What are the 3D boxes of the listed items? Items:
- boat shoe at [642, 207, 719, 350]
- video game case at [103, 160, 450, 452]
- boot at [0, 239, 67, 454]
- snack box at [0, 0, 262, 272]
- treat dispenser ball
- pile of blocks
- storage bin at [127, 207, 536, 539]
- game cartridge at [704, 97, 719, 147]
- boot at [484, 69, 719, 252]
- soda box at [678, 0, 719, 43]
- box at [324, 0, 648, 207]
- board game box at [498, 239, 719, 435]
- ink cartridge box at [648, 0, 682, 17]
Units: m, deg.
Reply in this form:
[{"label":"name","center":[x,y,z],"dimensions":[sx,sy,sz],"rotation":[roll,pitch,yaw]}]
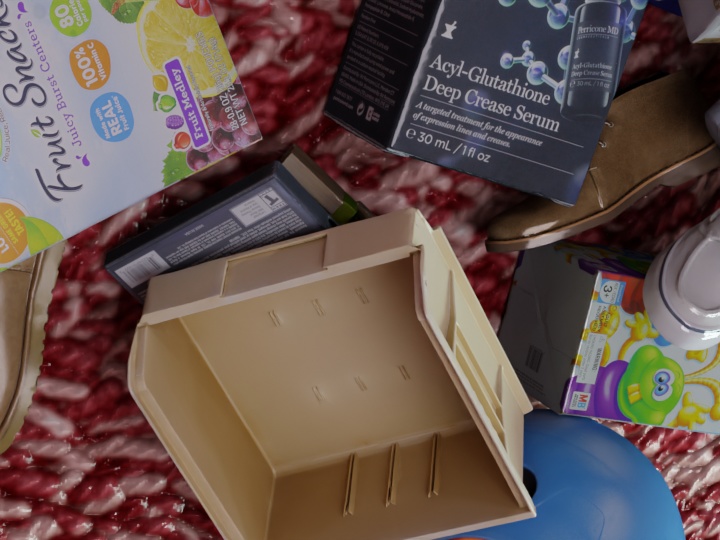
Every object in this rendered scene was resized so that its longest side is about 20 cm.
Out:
[{"label":"boat shoe","center":[0.256,-0.019,1.579],"dimensions":[0.074,0.065,0.200],"rotation":[43,45,3]},{"label":"video game case","center":[-0.048,0.028,1.517],"dimensions":[0.142,0.019,0.200],"rotation":[-26,125,27]},{"label":"boot","center":[-0.287,0.010,1.419],"dimensions":[0.199,0.066,0.177],"rotation":[12,89,-29]},{"label":"snack box","center":[-0.180,-0.113,1.396],"dimensions":[0.199,0.068,0.170],"rotation":[-29,106,-23]},{"label":"treat dispenser ball","center":[0.121,0.194,1.595],"dimensions":[0.199,0.201,0.203],"rotation":[-8,110,-23]},{"label":"pile of blocks","center":[0.000,0.000,1.541],"dimensions":[0.062,0.082,0.200],"rotation":[-46,119,7]},{"label":"storage bin","center":[-0.015,0.078,1.483],"dimensions":[0.198,0.094,0.199],"rotation":[-15,129,19]},{"label":"game cartridge","center":[0.303,-0.121,1.601],"dimensions":[0.134,0.040,0.200],"rotation":[-49,160,14]},{"label":"boot","center":[0.158,-0.073,1.607],"dimensions":[0.199,0.073,0.076],"rotation":[-29,107,-24]},{"label":"soda box","center":[0.228,-0.248,1.518],"dimensions":[0.068,0.064,0.202],"rotation":[-5,70,-23]},{"label":"box","center":[0.089,-0.163,1.515],"dimensions":[0.147,0.107,0.202],"rotation":[14,99,-28]},{"label":"board game box","center":[0.209,0.047,1.644],"dimensions":[0.199,0.105,0.104],"rotation":[9,101,-28]},{"label":"ink cartridge box","center":[0.262,-0.195,1.595],"dimensions":[0.198,0.095,0.037],"rotation":[-10,112,-22]}]
